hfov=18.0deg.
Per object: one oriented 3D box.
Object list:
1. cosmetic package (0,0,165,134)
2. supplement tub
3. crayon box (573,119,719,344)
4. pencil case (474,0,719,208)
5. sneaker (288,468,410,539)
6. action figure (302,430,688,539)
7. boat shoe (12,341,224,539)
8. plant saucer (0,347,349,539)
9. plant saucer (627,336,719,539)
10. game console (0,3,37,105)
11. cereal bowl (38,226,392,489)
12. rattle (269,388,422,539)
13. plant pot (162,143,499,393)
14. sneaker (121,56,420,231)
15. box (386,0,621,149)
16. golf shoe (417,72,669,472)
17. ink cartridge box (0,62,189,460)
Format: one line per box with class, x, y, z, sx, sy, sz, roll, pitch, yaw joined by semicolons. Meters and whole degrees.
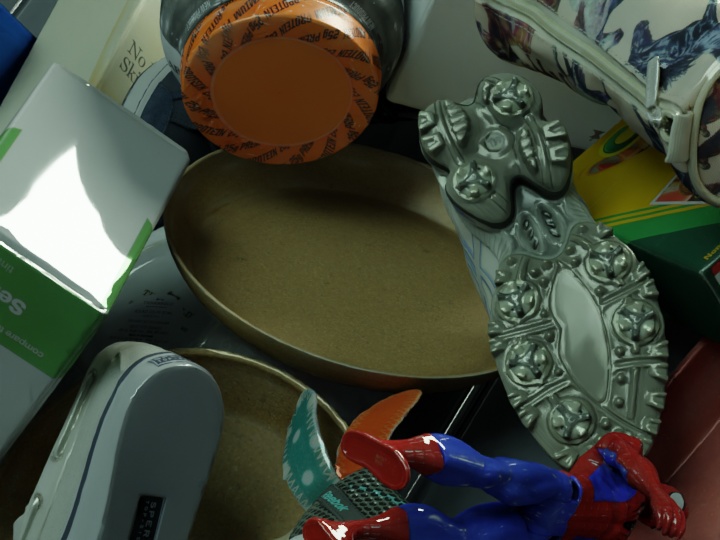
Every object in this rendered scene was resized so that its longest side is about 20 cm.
cosmetic package;-0.138;-0.087;1.284;0.071;0.105;0.201;-2;52;35
supplement tub;-0.039;-0.156;1.151;0.122;0.123;0.201;-17;43;18
crayon box;0.199;-0.061;1.045;0.200;0.058;0.172;-40;24;-9
pencil case;0.122;-0.098;0.993;0.200;0.089;0.078;43;119;52
sneaker;0.056;0.145;0.913;0.078;0.200;0.091;-53;5;37
action figure;0.081;0.106;0.875;0.099;0.200;0.065;38;112;35
boat shoe;-0.123;0.126;1.006;0.070;0.071;0.201;23;97;53
plant saucer;-0.079;0.137;1.043;0.199;0.035;0.201;-3;76;13
plant saucer;0.192;0.106;0.950;0.200;0.037;0.200;-47;43;-14
game console;-0.272;-0.071;1.314;0.170;0.118;0.200;30;83;46
cereal bowl;-0.085;0.043;1.147;0.199;0.083;0.201;-17;44;17
rattle;-0.033;0.135;0.946;0.130;0.143;0.201;17;86;35
plant pot;0.000;0.000;1.101;0.199;0.028;0.200;12;33;-8
sneaker;-0.035;-0.090;1.223;0.146;0.077;0.202;5;41;35
box;0.086;-0.174;1.190;0.124;0.098;0.201;13;47;-12
golf shoe;0.088;0.011;1.029;0.078;0.097;0.201;-17;63;0
ink cartridge box;-0.177;0.025;1.064;0.200;0.084;0.146;-50;11;31
